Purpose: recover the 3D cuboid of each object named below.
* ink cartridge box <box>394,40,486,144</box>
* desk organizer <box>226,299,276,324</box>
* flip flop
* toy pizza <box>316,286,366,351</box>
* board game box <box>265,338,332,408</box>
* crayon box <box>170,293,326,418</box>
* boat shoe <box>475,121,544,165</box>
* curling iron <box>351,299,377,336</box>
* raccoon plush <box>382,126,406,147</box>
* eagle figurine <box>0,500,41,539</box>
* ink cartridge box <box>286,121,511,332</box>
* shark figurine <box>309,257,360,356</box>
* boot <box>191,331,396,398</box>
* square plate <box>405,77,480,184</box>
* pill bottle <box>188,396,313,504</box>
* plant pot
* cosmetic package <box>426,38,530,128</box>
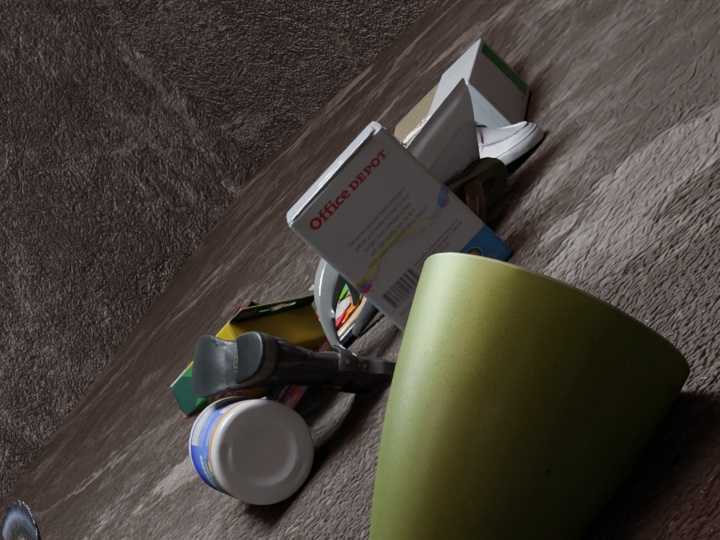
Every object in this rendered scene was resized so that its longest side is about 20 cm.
[{"bbox_3d":[0.142,-0.243,2.249,0.200,0.075,0.165,-44,13,17],"label":"ink cartridge box"},{"bbox_3d":[-0.176,0.121,2.210,0.077,0.072,0.200,-35,16,41],"label":"desk organizer"},{"bbox_3d":[0.128,-0.068,1.713,0.200,0.057,0.081,-40,-40,-44],"label":"flip flop"},{"bbox_3d":[-0.036,0.066,1.944,0.200,0.032,0.200,-46,9,9],"label":"toy pizza"},{"bbox_3d":[-0.099,0.163,1.815,0.200,0.019,0.103,-57,12,-5],"label":"board game box"},{"bbox_3d":[-0.128,0.101,1.754,0.127,0.051,0.200,-12,-23,-38],"label":"crayon box"},{"bbox_3d":[0.132,-0.153,1.867,0.200,0.069,0.072,-20,18,31],"label":"boat shoe"},{"bbox_3d":[0.042,0.000,1.808,0.200,0.026,0.050,-61,-17,19],"label":"curling iron"},{"bbox_3d":[0.040,-0.115,2.020,0.097,0.134,0.200,-42,12,25],"label":"raccoon plush"},{"bbox_3d":[-0.435,0.418,1.937,0.152,0.151,0.200,-52,12,43],"label":"eagle figurine"},{"bbox_3d":[0.038,-0.041,1.583,0.145,0.200,0.085,-46,12,4],"label":"ink cartridge box"},{"bbox_3d":[-0.014,0.009,1.694,0.089,0.128,0.215,-33,36,47],"label":"shark figurine"},{"bbox_3d":[-0.077,0.113,1.615,0.200,0.174,0.069,-11,72,55],"label":"boot"},{"bbox_3d":[0.093,-0.090,1.730,0.198,0.028,0.200,-53,-32,-30],"label":"square plate"},{"bbox_3d":[-0.128,0.196,1.634,0.112,0.112,0.200,-50,10,-14],"label":"pill bottle"},{"bbox_3d":[0.088,0.120,0.949,0.200,0.187,0.187,-66,15,-13],"label":"plant pot"},{"bbox_3d":[0.164,-0.228,2.021,0.085,0.108,0.200,-42,14,23],"label":"cosmetic package"}]
